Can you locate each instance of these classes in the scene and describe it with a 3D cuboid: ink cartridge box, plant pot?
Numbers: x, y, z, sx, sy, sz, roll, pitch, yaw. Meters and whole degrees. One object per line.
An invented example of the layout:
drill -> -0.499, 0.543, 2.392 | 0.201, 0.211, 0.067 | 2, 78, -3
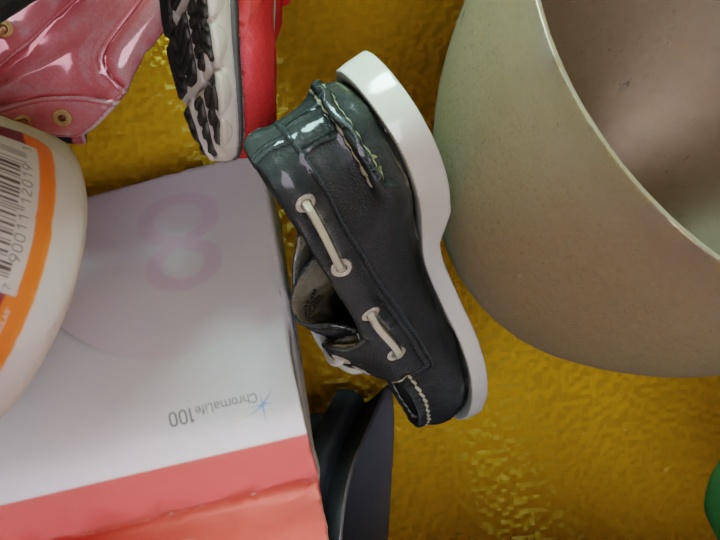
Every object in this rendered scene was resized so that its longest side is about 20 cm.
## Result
ink cartridge box -> -0.098, 0.057, 1.010 | 0.162, 0.200, 0.057 | -14, 133, 3
plant pot -> 0.103, -0.039, 0.998 | 0.200, 0.201, 0.134 | 37, 133, -12

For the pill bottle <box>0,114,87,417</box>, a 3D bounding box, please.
pill bottle -> -0.204, -0.024, 0.936 | 0.199, 0.114, 0.114 | 21, 107, -28

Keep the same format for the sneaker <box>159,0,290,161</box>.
sneaker -> -0.023, -0.136, 0.981 | 0.084, 0.077, 0.201 | 7, 81, -14

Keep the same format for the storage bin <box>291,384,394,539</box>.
storage bin -> -0.065, 0.150, 1.075 | 0.134, 0.146, 0.201 | 4, 108, 8

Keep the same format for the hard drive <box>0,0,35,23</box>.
hard drive -> -0.151, -0.142, 0.894 | 0.200, 0.033, 0.140 | -36, 87, -21

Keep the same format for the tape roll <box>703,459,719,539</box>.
tape roll -> 0.227, 0.065, 1.023 | 0.200, 0.200, 0.048 | -27, 65, 7

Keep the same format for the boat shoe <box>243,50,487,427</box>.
boat shoe -> 0.000, 0.000, 1.000 | 0.060, 0.076, 0.200 | -30, 141, -10

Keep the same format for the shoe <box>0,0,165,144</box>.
shoe -> -0.148, -0.065, 1.031 | 0.091, 0.071, 0.200 | 40, 100, -9
